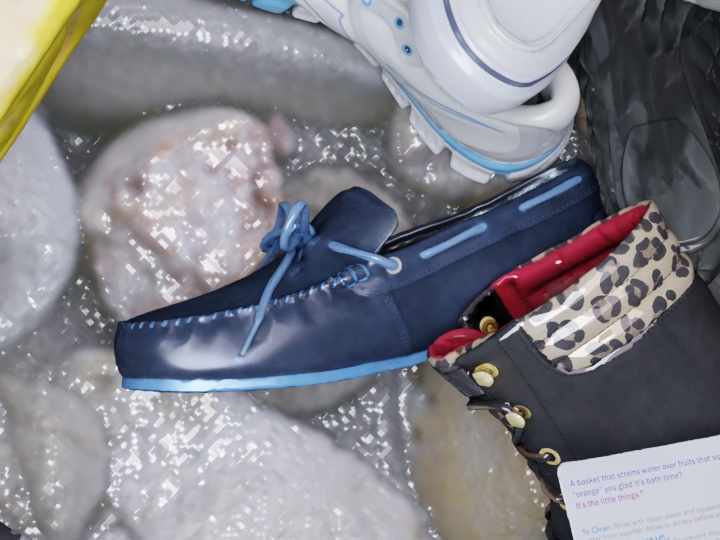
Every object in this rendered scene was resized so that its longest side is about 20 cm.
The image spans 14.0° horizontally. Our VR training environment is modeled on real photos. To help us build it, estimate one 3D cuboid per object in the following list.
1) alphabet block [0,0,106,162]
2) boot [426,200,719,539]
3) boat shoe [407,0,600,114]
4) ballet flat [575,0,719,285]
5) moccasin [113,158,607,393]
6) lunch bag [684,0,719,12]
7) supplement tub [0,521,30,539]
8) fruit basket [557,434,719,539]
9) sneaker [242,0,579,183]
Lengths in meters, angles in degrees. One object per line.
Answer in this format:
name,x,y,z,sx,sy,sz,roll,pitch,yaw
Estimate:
alphabet block,-0.209,-0.091,1.004,0.200,0.195,0.197,33,80,-4
boot,0.074,0.082,1.063,0.200,0.073,0.151,-34,105,11
boat shoe,0.073,-0.144,1.063,0.074,0.067,0.200,35,49,-19
ballet flat,0.108,-0.082,1.120,0.066,0.057,0.200,1,63,-2
moccasin,0.000,0.000,1.094,0.200,0.080,0.068,-12,100,-24
lunch bag,0.237,-0.152,1.078,0.200,0.164,0.118,-21,121,-41
supplement tub,-0.140,0.141,1.030,0.200,0.107,0.107,32,79,-5
fruit basket,0.164,0.151,1.004,0.185,0.094,0.200,-9,75,-26
sneaker,0.007,-0.115,1.100,0.200,0.087,0.075,37,80,-3
